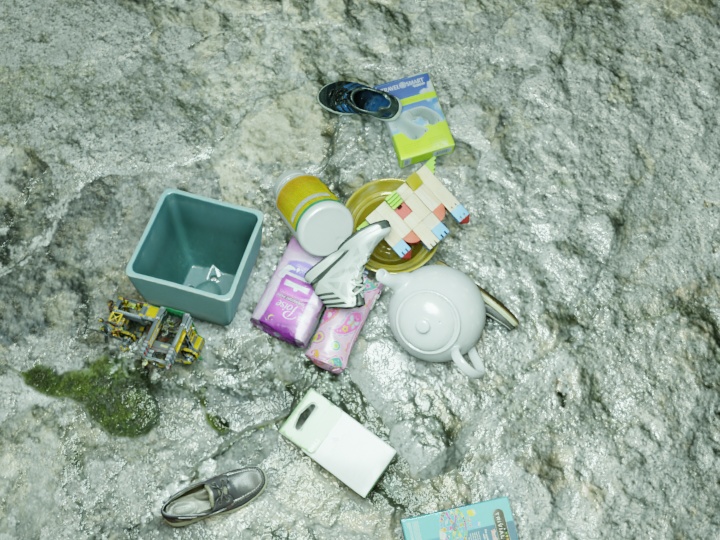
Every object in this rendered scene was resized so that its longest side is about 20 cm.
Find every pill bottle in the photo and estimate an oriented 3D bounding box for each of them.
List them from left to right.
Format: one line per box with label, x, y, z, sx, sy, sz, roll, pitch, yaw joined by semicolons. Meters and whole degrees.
pill bottle;-0.100;-0.120;1.563;0.113;0.113;0.200;-29;38;-8

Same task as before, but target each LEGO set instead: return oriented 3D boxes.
LEGO set;-0.397;0.139;1.505;0.200;0.154;0.116;19;61;1

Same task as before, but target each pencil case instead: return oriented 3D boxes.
pencil case;-0.030;0.098;1.550;0.087;0.087;0.200;24;74;7

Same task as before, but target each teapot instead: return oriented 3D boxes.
teapot;0.136;0.091;1.489;0.200;0.146;0.198;4;102;17

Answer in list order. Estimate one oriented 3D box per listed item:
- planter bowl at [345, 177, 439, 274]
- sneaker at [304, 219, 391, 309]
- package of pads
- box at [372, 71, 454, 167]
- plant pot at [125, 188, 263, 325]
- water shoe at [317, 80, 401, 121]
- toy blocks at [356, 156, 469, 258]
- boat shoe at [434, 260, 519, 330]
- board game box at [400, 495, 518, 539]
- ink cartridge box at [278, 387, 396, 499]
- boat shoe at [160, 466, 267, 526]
planter bowl;0.060;-0.077;1.602;0.200;0.083;0.201;0;73;-1
sneaker;0.000;0.000;1.485;0.200;0.076;0.115;-38;80;23
package of pads;-0.120;0.039;1.573;0.120;0.076;0.200;23;75;10
box;0.110;-0.328;1.696;0.122;0.048;0.200;-17;75;-5
plant pot;-0.296;-0.001;1.513;0.196;0.200;0.197;14;60;5
water shoe;-0.010;-0.361;1.663;0.200;0.079;0.072;15;88;26
toy blocks;0.111;-0.096;1.524;0.200;0.100;0.137;-42;87;0
boat shoe;0.217;0.059;1.574;0.200;0.073;0.065;37;98;8
board game box;0.185;0.504;1.448;0.200;0.047;0.151;-11;74;-3
ink cartridge box;-0.041;0.322;1.497;0.200;0.059;0.104;35;76;10
boat shoe;-0.267;0.412;1.468;0.200;0.065;0.072;-18;73;-6
